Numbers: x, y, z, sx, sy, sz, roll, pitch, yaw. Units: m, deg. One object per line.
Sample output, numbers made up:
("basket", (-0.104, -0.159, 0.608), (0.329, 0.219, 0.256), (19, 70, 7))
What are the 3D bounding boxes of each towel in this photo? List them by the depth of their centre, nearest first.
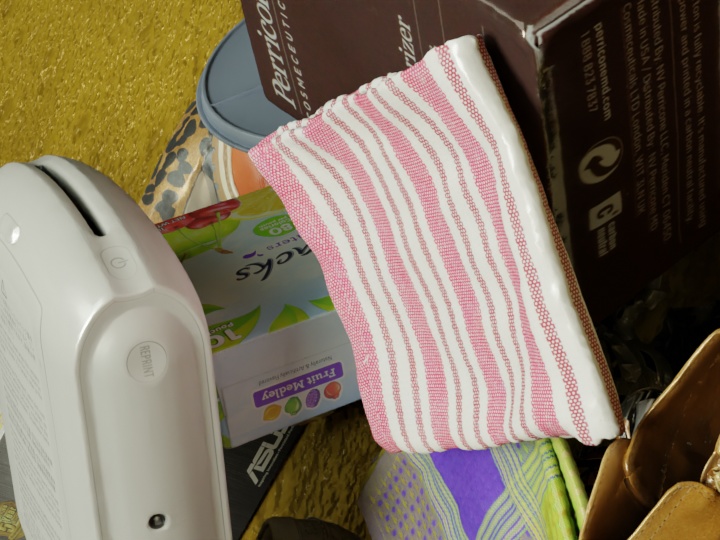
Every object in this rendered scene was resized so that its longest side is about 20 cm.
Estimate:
("towel", (0.023, 0.000, 0.801), (0.147, 0.030, 0.200), (68, 159, -3))
("towel", (0.047, 0.109, 0.902), (0.200, 0.023, 0.144), (115, 139, -59))

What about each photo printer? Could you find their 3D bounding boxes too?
("photo printer", (-0.112, 0.055, 0.931), (0.166, 0.069, 0.201), (-137, 38, -56))

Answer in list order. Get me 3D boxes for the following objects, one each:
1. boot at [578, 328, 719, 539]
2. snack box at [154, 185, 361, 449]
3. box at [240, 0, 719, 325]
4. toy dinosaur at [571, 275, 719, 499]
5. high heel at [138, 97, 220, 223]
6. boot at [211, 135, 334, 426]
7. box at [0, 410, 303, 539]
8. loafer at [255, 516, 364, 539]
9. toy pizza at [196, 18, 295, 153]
("boot", (0.128, 0.127, 0.751), (0.071, 0.144, 0.202), (25, 93, 60))
("snack box", (0.000, 0.000, 0.996), (0.142, 0.199, 0.053), (-137, 31, -56))
("box", (0.069, -0.117, 0.838), (0.164, 0.166, 0.200), (-36, 52, -19))
("toy dinosaur", (0.137, 0.072, 0.854), (0.200, 0.102, 0.136), (-34, 57, 17))
("high heel", (-0.134, -0.017, 1.317), (0.200, 0.071, 0.143), (-30, 52, 24))
("boot", (-0.015, -0.028, 1.128), (0.107, 0.075, 0.201), (-24, 71, 46))
("box", (-0.140, 0.118, 1.166), (0.200, 0.158, 0.048), (-60, 32, 13))
("loafer", (-0.054, 0.216, 1.054), (0.070, 0.070, 0.201), (8, 78, 59))
("toy pizza", (0.014, -0.106, 1.097), (0.199, 0.032, 0.200), (-13, 34, 8))
